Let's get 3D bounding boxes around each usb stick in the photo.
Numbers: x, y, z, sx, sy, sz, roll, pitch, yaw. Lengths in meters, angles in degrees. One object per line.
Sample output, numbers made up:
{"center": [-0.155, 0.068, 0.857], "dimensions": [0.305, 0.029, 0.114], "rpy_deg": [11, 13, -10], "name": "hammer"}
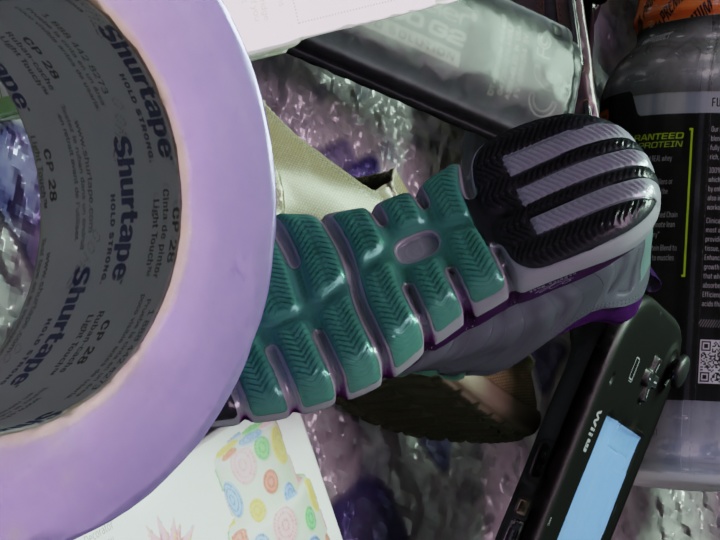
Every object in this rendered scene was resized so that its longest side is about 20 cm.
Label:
{"center": [-0.003, -0.096, 1.025], "dimensions": [0.199, 0.033, 0.056], "rpy_deg": [21, 72, -32], "name": "usb stick"}

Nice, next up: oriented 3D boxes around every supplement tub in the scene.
{"center": [0.153, -0.012, 1.143], "dimensions": [0.122, 0.122, 0.201], "rpy_deg": [10, 83, -49], "name": "supplement tub"}

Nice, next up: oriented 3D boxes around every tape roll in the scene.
{"center": [-0.127, -0.019, 0.817], "dimensions": [0.199, 0.085, 0.201], "rpy_deg": [1, 88, -36], "name": "tape roll"}

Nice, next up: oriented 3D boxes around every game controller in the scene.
{"center": [0.068, 0.104, 1.033], "dimensions": [0.104, 0.042, 0.201], "rpy_deg": [40, 71, -78], "name": "game controller"}

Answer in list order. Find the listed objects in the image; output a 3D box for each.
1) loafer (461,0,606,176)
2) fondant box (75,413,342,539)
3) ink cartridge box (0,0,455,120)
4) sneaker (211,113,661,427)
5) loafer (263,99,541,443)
{"center": [0.082, -0.103, 1.127], "dimensions": [0.072, 0.063, 0.201], "rpy_deg": [40, 53, -64], "name": "loafer"}
{"center": [-0.053, 0.157, 0.926], "dimensions": [0.144, 0.058, 0.201], "rpy_deg": [-30, 107, -49], "name": "fondant box"}
{"center": [-0.044, -0.143, 0.949], "dimensions": [0.199, 0.048, 0.146], "rpy_deg": [-16, 95, -27], "name": "ink cartridge box"}
{"center": [0.007, 0.021, 0.932], "dimensions": [0.088, 0.199, 0.075], "rpy_deg": [71, 2, -56], "name": "sneaker"}
{"center": [0.000, 0.000, 1.008], "dimensions": [0.200, 0.076, 0.068], "rpy_deg": [38, 62, -39], "name": "loafer"}
